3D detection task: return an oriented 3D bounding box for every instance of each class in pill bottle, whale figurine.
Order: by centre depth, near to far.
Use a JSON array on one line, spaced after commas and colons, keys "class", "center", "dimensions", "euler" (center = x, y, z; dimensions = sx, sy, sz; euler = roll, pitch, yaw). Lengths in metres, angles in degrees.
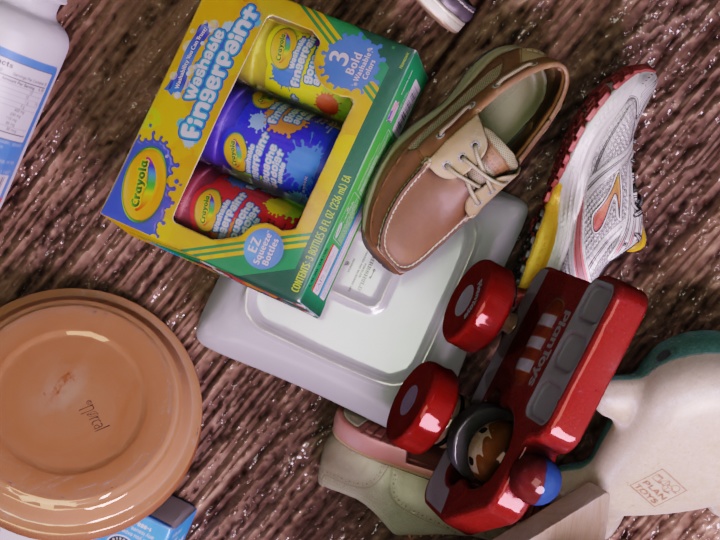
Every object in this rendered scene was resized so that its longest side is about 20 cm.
[{"class": "whale figurine", "center": [0.226, 0.121, 1.116], "dimensions": [0.159, 0.104, 0.200], "euler": [39, 122, -20]}, {"class": "pill bottle", "center": [-0.287, -0.151, 1.134], "dimensions": [0.112, 0.112, 0.200], "euler": [25, 96, 4]}]

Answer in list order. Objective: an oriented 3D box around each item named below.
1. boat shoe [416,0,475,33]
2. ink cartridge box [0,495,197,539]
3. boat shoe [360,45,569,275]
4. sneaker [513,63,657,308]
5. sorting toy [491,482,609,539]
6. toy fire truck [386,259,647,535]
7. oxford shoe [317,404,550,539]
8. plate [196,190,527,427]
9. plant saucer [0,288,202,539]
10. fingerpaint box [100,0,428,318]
[{"class": "boat shoe", "center": [0.032, -0.270, 1.110], "dimensions": [0.065, 0.072, 0.200], "euler": [-33, 85, 13]}, {"class": "ink cartridge box", "center": [-0.238, 0.250, 1.175], "dimensions": [0.146, 0.084, 0.200], "euler": [24, 96, 4]}, {"class": "boat shoe", "center": [0.077, -0.085, 1.081], "dimensions": [0.076, 0.074, 0.200], "euler": [43, 74, -28]}, {"class": "sneaker", "center": [0.178, -0.056, 1.114], "dimensions": [0.082, 0.078, 0.201], "euler": [19, 106, 1]}, {"class": "sorting toy", "center": [0.118, 0.281, 1.054], "dimensions": [0.070, 0.198, 0.201], "euler": [25, 124, 39]}, {"class": "toy fire truck", "center": [0.111, 0.089, 1.032], "dimensions": [0.112, 0.168, 0.200], "euler": [28, 89, -15]}, {"class": "oxford shoe", "center": [0.062, 0.174, 1.151], "dimensions": [0.200, 0.071, 0.074], "euler": [28, 112, 10]}, {"class": "plate", "center": [0.000, 0.000, 1.135], "dimensions": [0.199, 0.032, 0.200], "euler": [23, 86, 6]}, {"class": "plant saucer", "center": [-0.219, 0.103, 1.134], "dimensions": [0.200, 0.032, 0.201], "euler": [3, 64, -7]}, {"class": "fingerpaint box", "center": [-0.068, -0.092, 1.100], "dimensions": [0.166, 0.073, 0.200], "euler": [24, 84, 14]}]
